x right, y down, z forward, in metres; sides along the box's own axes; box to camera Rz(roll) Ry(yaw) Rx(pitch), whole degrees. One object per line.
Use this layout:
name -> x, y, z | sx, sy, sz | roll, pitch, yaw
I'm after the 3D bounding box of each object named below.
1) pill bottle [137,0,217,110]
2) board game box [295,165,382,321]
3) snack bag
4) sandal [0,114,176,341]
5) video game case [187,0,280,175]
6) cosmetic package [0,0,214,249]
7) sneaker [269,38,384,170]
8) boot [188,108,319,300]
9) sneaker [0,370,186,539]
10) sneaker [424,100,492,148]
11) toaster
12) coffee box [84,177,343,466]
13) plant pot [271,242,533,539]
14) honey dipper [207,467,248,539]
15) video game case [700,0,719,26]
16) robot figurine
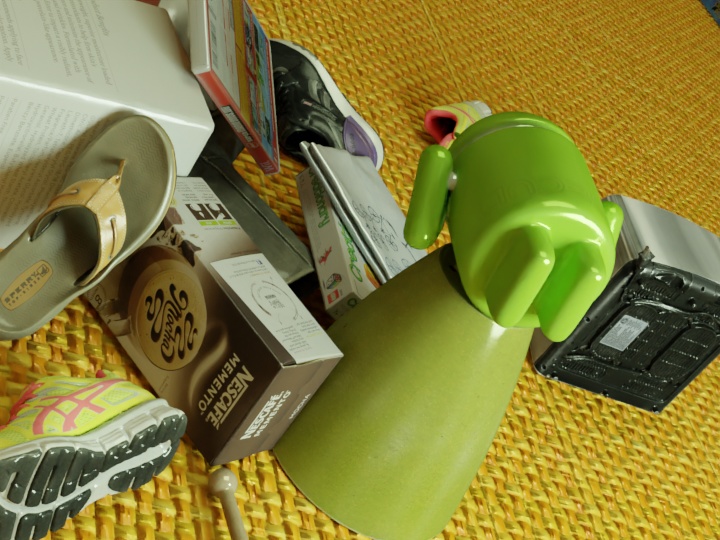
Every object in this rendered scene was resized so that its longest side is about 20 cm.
pill bottle -> -0.220, -0.214, 1.269 | 0.197, 0.113, 0.113 | 14, 32, 0
board game box -> 0.000, 0.000, 1.273 | 0.126, 0.034, 0.201 | 45, 19, -37
snack bag -> 0.026, -0.040, 1.327 | 0.190, 0.021, 0.200 | 58, 15, 10
sandal -> -0.209, -0.029, 1.007 | 0.080, 0.200, 0.054 | 44, -8, -3
video game case -> -0.111, -0.190, 1.201 | 0.200, 0.017, 0.145 | 56, 26, -65
cosmetic package -> -0.253, -0.126, 1.112 | 0.198, 0.166, 0.166 | 11, 39, -35
sneaker -> -0.065, -0.172, 1.462 | 0.200, 0.076, 0.087 | 45, 37, 15
boot -> -0.102, -0.061, 1.270 | 0.199, 0.073, 0.181 | 38, 42, 17
sneaker -> -0.210, 0.115, 0.910 | 0.090, 0.079, 0.199 | 38, 24, 23
sneaker -> 0.134, -0.127, 1.610 | 0.089, 0.079, 0.201 | 2, 38, -31
toaster -> 0.287, 0.033, 1.409 | 0.179, 0.201, 0.120 | 18, 39, -26
coffee box -> -0.121, 0.036, 1.069 | 0.200, 0.113, 0.079 | 49, 28, 23
plant pot -> 0.049, 0.080, 1.098 | 0.185, 0.201, 0.188 | 25, 31, -17
honey dipper -> -0.073, 0.215, 0.951 | 0.038, 0.038, 0.201 | 15, 34, -32
video game case -> 0.805, -0.514, 2.844 | 0.179, 0.046, 0.201 | 15, 36, -29
robot figurine -> 0.122, -0.040, 1.022 | 0.173, 0.117, 0.201 | 14, 36, -19
